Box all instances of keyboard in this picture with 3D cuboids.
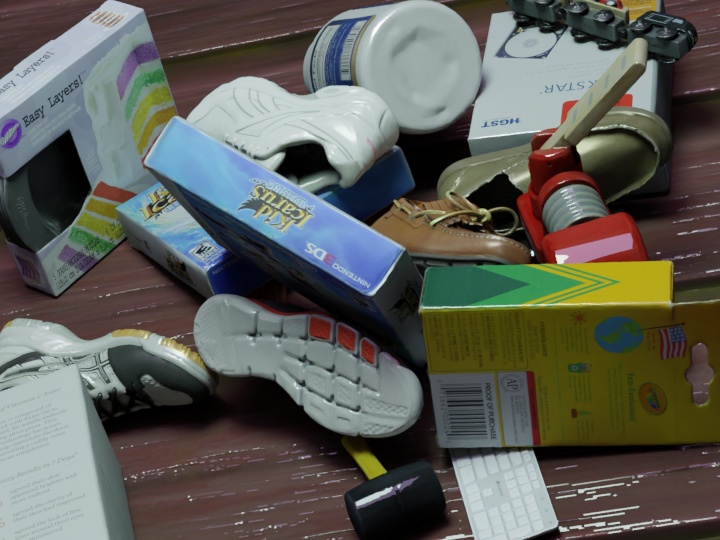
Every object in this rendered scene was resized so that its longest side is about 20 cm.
[{"bbox_3d":[0.090,0.122,1.254,0.056,0.011,0.200,-16,36,1],"label":"keyboard"}]

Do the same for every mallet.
[{"bbox_3d":[-0.013,0.127,1.269,0.066,0.041,0.200,-26,33,-18],"label":"mallet"}]

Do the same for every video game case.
[{"bbox_3d":[-0.084,-0.062,1.515,0.200,0.046,0.181,-33,31,-19],"label":"video game case"},{"bbox_3d":[-0.042,-0.017,1.293,0.200,0.181,0.046,31,82,21],"label":"video game case"}]

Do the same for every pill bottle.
[{"bbox_3d":[0.019,-0.174,1.550,0.111,0.111,0.200,-28,14,-15],"label":"pill bottle"}]

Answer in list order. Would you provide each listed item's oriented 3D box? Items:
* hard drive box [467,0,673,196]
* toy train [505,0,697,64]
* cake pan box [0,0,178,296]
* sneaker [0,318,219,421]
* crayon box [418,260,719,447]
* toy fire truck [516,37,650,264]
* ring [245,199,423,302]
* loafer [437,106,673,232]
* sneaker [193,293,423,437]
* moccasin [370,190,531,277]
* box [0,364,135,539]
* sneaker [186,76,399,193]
[{"bbox_3d":[0.183,-0.145,1.514,0.155,0.077,0.200,-6,38,15],"label":"hard drive box"},{"bbox_3d":[0.200,-0.215,1.503,0.046,0.034,0.200,-35,40,-29],"label":"toy train"},{"bbox_3d":[-0.242,-0.104,1.536,0.052,0.185,0.200,18,47,38],"label":"cake pan box"},{"bbox_3d":[-0.202,0.095,1.369,0.199,0.076,0.088,2,56,28],"label":"sneaker"},{"bbox_3d":[0.146,0.059,1.207,0.199,0.127,0.051,-1,36,10],"label":"crayon box"},{"bbox_3d":[0.170,-0.045,1.280,0.128,0.201,0.176,-16,36,1],"label":"toy fire truck"},{"bbox_3d":[0.000,0.000,1.443,0.199,0.019,0.201,-11,36,8],"label":"ring"},{"bbox_3d":[0.152,-0.067,1.408,0.199,0.076,0.068,-20,31,25],"label":"loafer"},{"bbox_3d":[-0.026,0.058,1.295,0.199,0.077,0.082,23,17,32],"label":"sneaker"},{"bbox_3d":[0.069,-0.024,1.319,0.078,0.073,0.201,-61,18,-6],"label":"moccasin"},{"bbox_3d":[-0.237,0.183,1.220,0.152,0.107,0.200,-19,36,-2],"label":"box"},{"bbox_3d":[-0.074,-0.102,1.456,0.199,0.078,0.100,0,40,33],"label":"sneaker"}]
